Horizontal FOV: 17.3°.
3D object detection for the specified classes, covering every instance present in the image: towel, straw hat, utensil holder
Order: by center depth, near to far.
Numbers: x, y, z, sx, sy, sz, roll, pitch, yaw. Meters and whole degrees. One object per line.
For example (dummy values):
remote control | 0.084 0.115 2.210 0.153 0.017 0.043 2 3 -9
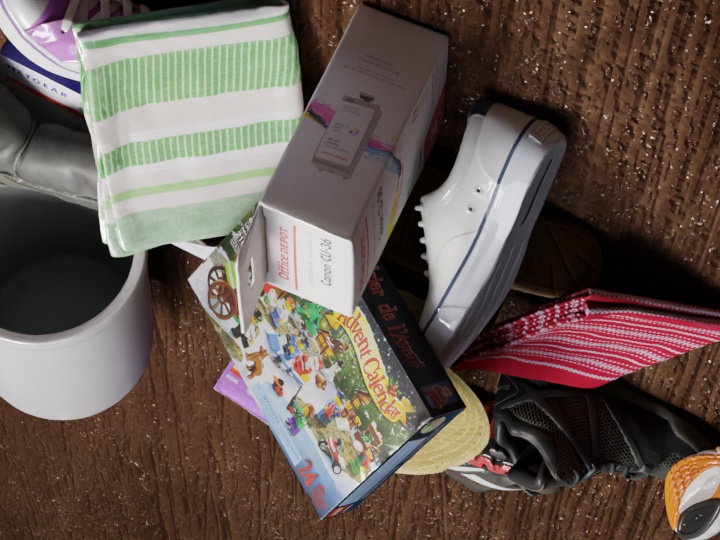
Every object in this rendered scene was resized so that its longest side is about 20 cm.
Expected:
towel | -0.110 -0.096 1.596 0.151 0.023 0.201 -10 135 -6
towel | 0.169 0.052 1.705 0.144 0.023 0.200 9 163 -26
straw hat | 0.016 0.060 1.735 0.200 0.085 0.202 18 148 11
utensil holder | -0.255 0.017 1.971 0.169 0.171 0.200 23 160 8

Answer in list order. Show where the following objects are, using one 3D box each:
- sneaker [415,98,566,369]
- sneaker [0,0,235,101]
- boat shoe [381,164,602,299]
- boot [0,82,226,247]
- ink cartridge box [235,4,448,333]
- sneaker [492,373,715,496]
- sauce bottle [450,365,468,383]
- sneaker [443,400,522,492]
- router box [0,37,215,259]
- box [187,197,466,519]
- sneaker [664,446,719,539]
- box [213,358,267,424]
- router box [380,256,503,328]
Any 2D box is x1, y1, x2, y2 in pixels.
sneaker | 0.070 -0.023 1.579 0.071 0.201 0.073 33 -156 20
sneaker | -0.149 -0.164 1.612 0.200 0.073 0.114 30 152 -28
boat shoe | 0.068 -0.025 1.655 0.199 0.073 0.072 15 173 -9
boot | -0.204 -0.084 1.696 0.199 0.073 0.182 23 171 25
ink cartridge box | -0.011 -0.053 1.518 0.067 0.201 0.117 22 157 11
sneaker | 0.186 0.144 1.839 0.199 0.115 0.076 30 159 -13
sauce bottle | -0.011 0.070 1.949 0.199 0.066 0.066 19 156 18
sneaker | 0.076 0.138 1.988 0.199 0.071 0.098 17 153 19
router box | -0.179 -0.100 1.789 0.199 0.049 0.180 27 157 -1
box | -0.026 0.048 1.612 0.137 0.038 0.201 -46 67 40
sneaker | 0.317 0.141 1.769 0.091 0.076 0.200 -1 158 -35
box | -0.050 0.119 2.012 0.136 0.039 0.200 33 180 2
router box | 0.000 0.000 1.804 0.199 0.052 0.157 29 156 -5
